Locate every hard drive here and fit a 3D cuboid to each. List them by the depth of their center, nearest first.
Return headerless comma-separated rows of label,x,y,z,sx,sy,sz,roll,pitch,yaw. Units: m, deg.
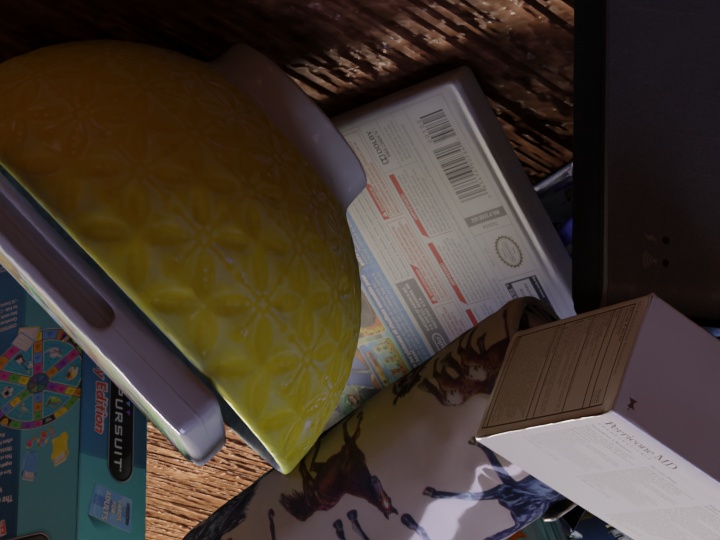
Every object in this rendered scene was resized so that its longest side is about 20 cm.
hard drive,0.176,-0.046,0.646,0.198,0.141,0.033,4,170,-17

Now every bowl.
bowl,-0.062,-0.027,0.696,0.108,0.200,0.200,-44,160,-8

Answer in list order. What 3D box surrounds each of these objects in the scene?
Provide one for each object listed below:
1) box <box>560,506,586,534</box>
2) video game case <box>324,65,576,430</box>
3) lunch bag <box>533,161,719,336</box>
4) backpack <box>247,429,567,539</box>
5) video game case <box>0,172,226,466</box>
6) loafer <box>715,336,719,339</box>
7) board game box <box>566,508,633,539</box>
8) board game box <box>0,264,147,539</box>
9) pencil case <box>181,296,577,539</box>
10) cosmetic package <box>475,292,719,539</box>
box,0.064,0.099,1.009,0.079,0.141,0.200,48,139,-13
video game case,0.000,0.000,0.801,0.199,0.018,0.144,-18,110,36
lunch bag,0.170,-0.006,0.771,0.150,0.094,0.200,39,138,-10
backpack,0.024,0.161,0.846,0.150,0.179,0.200,-10,156,-29
video game case,-0.124,0.004,0.703,0.022,0.182,0.200,-43,176,-9
loafer,0.151,0.052,0.697,0.063,0.072,0.199,27,159,-28
board game box,0.141,0.116,0.979,0.035,0.136,0.200,50,136,-12
board game box,-0.174,0.077,0.860,0.150,0.202,0.047,-16,155,35
pencil case,0.015,0.099,0.716,0.200,0.090,0.078,-36,-179,19
cosmetic package,0.146,0.083,0.625,0.199,0.051,0.082,33,156,-21
